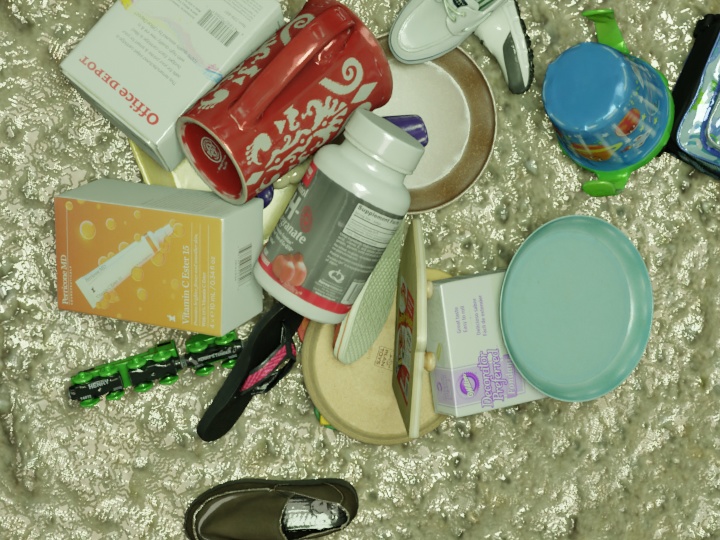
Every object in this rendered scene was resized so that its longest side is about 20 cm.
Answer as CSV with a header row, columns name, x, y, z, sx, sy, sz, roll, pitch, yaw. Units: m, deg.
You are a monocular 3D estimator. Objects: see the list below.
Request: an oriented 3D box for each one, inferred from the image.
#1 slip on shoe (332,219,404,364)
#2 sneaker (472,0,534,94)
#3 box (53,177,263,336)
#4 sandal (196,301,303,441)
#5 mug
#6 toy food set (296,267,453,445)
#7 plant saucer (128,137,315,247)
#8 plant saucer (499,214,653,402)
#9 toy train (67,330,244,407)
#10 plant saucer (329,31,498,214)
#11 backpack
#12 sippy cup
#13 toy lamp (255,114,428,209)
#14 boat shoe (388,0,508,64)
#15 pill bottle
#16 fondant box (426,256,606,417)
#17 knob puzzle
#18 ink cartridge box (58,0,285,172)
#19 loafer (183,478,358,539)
name,x,y,z,sx,sy,sz,roll,pitch,yaw
slip on shoe,0.000,0.000,1.469,0.061,0.074,0.203,13,96,33
sneaker,0.137,-0.287,1.510,0.079,0.074,0.202,-20,91,11
box,-0.209,-0.017,1.422,0.198,0.097,0.126,8,107,21
sandal,-0.107,0.113,1.492,0.045,0.075,0.201,39,104,27
mug,-0.084,-0.183,1.374,0.133,0.179,0.200,34,63,33
toy food set,0.026,0.094,1.526,0.195,0.049,0.203,1,94,-5
plant saucer,-0.128,-0.096,1.499,0.198,0.048,0.202,-22,96,-3
plant saucer,0.231,0.041,1.487,0.198,0.027,0.203,0,90,-25
toy train,-0.224,0.103,1.498,0.197,0.056,0.042,-15,111,-5
plant saucer,0.053,-0.164,1.518,0.198,0.037,0.203,0,93,-6
backpack,0.453,-0.174,1.502,0.198,0.147,0.185,22,94,-10
sippy cup,0.257,-0.181,1.465,0.139,0.130,0.179,-39,67,15
toy lamp,-0.024,-0.120,1.458,0.198,0.058,0.059,-18,95,-10
boat shoe,0.109,-0.292,1.444,0.199,0.067,0.074,-37,87,13
pill bottle,-0.017,-0.056,1.381,0.110,0.111,0.201,29,103,-7
fondant box,0.170,0.070,1.505,0.198,0.058,0.146,-10,95,-23
knob puzzle,0.060,0.048,1.402,0.030,0.220,0.223,2,94,-4
ink cartridge box,-0.193,-0.229,1.433,0.145,0.088,0.200,38,80,13
loafer,-0.098,0.268,1.513,0.197,0.071,0.074,-10,95,-5
